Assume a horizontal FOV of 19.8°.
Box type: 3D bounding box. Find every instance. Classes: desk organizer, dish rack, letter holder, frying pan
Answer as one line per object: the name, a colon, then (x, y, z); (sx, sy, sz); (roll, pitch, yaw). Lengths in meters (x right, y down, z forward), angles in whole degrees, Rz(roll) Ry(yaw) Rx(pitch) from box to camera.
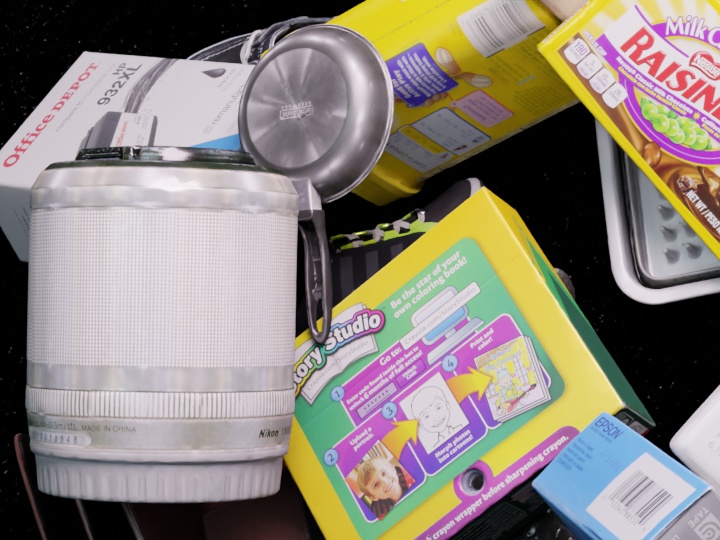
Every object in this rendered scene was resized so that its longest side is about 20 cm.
desk organizer: (-0.037, 0.226, 1.290); (0.077, 0.072, 0.201); (-31, 45, 17)
dish rack: (0.251, -0.068, 1.295); (0.199, 0.044, 0.173); (-12, 69, 22)
letter holder: (-0.160, 0.168, 1.358); (0.100, 0.142, 0.201); (-32, 62, 13)
frying pan: (-0.044, -0.062, 1.281); (0.114, 0.031, 0.191); (19, 92, 32)

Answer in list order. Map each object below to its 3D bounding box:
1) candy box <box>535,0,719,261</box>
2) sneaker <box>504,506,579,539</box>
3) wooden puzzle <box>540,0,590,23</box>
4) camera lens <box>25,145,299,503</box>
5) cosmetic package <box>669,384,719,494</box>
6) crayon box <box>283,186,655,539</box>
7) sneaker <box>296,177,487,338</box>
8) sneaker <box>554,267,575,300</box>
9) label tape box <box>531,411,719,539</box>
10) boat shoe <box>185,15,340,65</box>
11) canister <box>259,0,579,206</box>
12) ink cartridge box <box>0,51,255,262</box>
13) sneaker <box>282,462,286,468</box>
candy box: (0.207, -0.090, 1.225); (0.102, 0.026, 0.200); (-42, 95, 7)
sneaker: (0.113, 0.150, 1.270); (0.075, 0.078, 0.201); (-22, 59, 23)
wooden puzzle: (0.148, -0.231, 1.291); (0.046, 0.185, 0.201); (-25, 46, 32)
camera lens: (-0.117, 0.030, 1.221); (0.159, 0.160, 0.201); (1, 89, 26)
cosmetic package: (0.297, 0.080, 1.128); (0.166, 0.167, 0.200); (43, 94, 13)
crayon box: (0.049, 0.080, 1.249); (0.200, 0.058, 0.173); (-38, 58, 13)
sneaker: (0.000, 0.000, 1.350); (0.200, 0.072, 0.083); (-45, 101, -5)
sneaker: (0.047, 0.051, 1.345); (0.200, 0.077, 0.089); (-36, 45, 6)
label tape box: (0.197, 0.182, 1.128); (0.066, 0.200, 0.143); (-45, 20, -3)
boat shoe: (-0.055, -0.144, 1.455); (0.199, 0.068, 0.072); (-1, 72, 26)
canister: (0.057, -0.132, 1.330); (0.199, 0.148, 0.087); (-26, 56, 28)
ink cartridge box: (-0.141, -0.071, 1.422); (0.199, 0.084, 0.145); (8, 49, 35)
sneaker: (-0.099, 0.079, 1.391); (0.074, 0.087, 0.200); (-48, 60, 5)
